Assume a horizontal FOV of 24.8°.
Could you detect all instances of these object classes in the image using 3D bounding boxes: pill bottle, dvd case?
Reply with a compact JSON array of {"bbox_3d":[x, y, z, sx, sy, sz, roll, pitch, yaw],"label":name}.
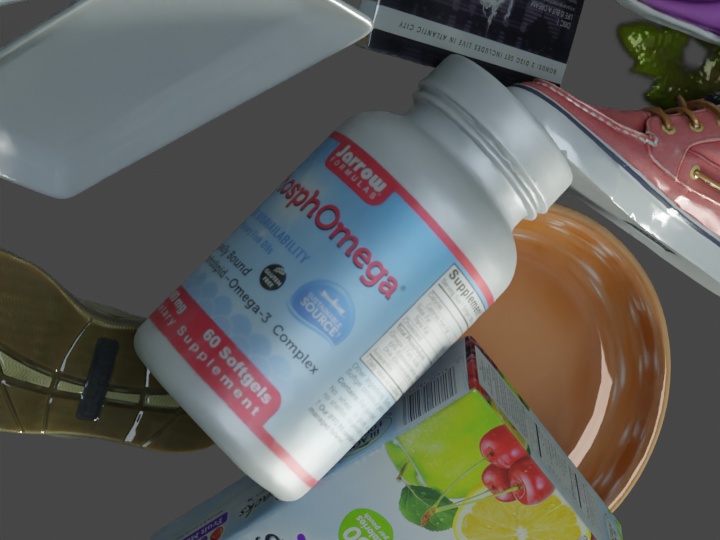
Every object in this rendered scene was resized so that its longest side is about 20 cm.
[{"bbox_3d":[0.000,0.000,0.752,0.200,0.109,0.109,-45,111,-4],"label":"pill bottle"},{"bbox_3d":[0.073,-0.191,0.783,0.148,0.016,0.202,7,100,-47],"label":"dvd case"}]

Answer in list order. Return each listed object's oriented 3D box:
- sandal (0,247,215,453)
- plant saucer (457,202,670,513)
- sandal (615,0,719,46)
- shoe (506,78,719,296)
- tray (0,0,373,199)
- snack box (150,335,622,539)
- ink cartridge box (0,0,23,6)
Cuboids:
[{"bbox_3d":[-0.147,0.038,0.781,0.199,0.054,0.081,20,91,-35],"label":"sandal"},{"bbox_3d":[0.067,0.059,0.859,0.198,0.037,0.203,-4,104,-17],"label":"plant saucer"},{"bbox_3d":[0.221,-0.146,0.855,0.200,0.050,0.084,2,102,-18],"label":"sandal"},{"bbox_3d":[0.159,-0.064,0.844,0.199,0.071,0.092,32,89,-29],"label":"shoe"},{"bbox_3d":[-0.101,-0.090,0.703,0.107,0.199,0.022,24,51,-47],"label":"tray"},{"bbox_3d":[0.013,0.143,0.811,0.199,0.053,0.143,-32,113,16],"label":"snack box"},{"bbox_3d":[-0.107,-0.198,0.683,0.198,0.086,0.148,-12,107,9],"label":"ink cartridge box"}]
